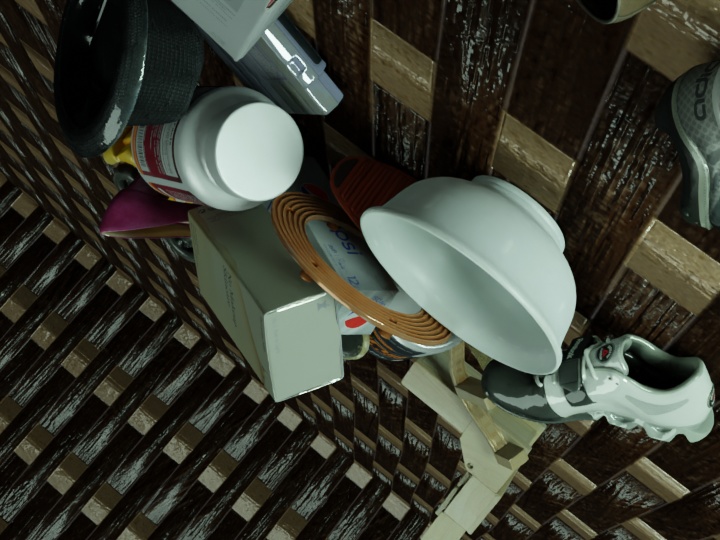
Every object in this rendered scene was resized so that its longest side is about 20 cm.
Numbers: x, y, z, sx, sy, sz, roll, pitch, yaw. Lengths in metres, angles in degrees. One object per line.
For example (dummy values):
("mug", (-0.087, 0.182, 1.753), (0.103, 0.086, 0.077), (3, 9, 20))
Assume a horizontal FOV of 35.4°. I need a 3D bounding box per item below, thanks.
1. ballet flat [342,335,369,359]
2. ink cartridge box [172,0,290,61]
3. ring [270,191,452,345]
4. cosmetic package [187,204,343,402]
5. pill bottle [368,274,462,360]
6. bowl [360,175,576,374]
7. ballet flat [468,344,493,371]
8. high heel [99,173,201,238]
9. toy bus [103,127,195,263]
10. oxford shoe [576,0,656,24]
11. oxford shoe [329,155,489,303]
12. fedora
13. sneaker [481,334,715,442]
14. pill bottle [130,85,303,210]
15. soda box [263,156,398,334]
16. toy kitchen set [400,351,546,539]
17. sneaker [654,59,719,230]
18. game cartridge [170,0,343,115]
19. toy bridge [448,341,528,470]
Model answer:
("ballet flat", (-0.047, 0.028, 1.210), (0.057, 0.067, 0.200), (22, -163, -48))
("ink cartridge box", (-0.117, -0.258, 0.760), (0.200, 0.084, 0.175), (42, 166, -10))
("ring", (0.000, 0.000, 1.014), (0.200, 0.019, 0.201), (32, -159, -14))
("cosmetic package", (-0.092, 0.020, 1.061), (0.200, 0.073, 0.104), (47, 149, 50))
("pill bottle", (0.047, 0.042, 1.200), (0.106, 0.106, 0.200), (41, 166, -4))
("bowl", (0.103, -0.012, 0.921), (0.201, 0.091, 0.201), (37, 165, 12))
("ballet flat", (0.144, 0.058, 1.095), (0.071, 0.071, 0.200), (39, 166, 4))
("high heel", (-0.173, -0.034, 1.183), (0.199, 0.096, 0.067), (31, 159, 7))
("toy bus", (-0.166, -0.113, 1.267), (0.200, 0.136, 0.192), (47, 152, -15))
("oxford shoe", (0.072, -0.190, 0.480), (0.200, 0.084, 0.073), (47, 166, -17))
("oxford shoe", (0.053, -0.030, 1.048), (0.200, 0.071, 0.073), (39, 171, 3))
("fedora", (-0.198, -0.186, 0.988), (0.091, 0.202, 0.200), (10, -175, -34))
("sneaker", (0.199, 0.084, 0.956), (0.198, 0.074, 0.089), (5, 137, 18))
("pill bottle", (-0.133, -0.115, 1.051), (0.113, 0.113, 0.200), (47, 165, -27))
("soda box", (-0.044, -0.028, 1.121), (0.068, 0.064, 0.201), (1, -136, -40))
("toy kitchen set", (0.121, 0.215, 1.455), (0.180, 0.201, 0.163), (38, -153, 10))
("sneaker", (0.221, -0.034, 0.594), (0.200, 0.074, 0.087), (52, 162, -22))
("game cartridge", (-0.107, -0.216, 0.971), (0.200, 0.038, 0.129), (48, 160, -27))
("toy bridge", (0.136, 0.140, 1.297), (0.067, 0.027, 0.201), (16, 133, 59))
